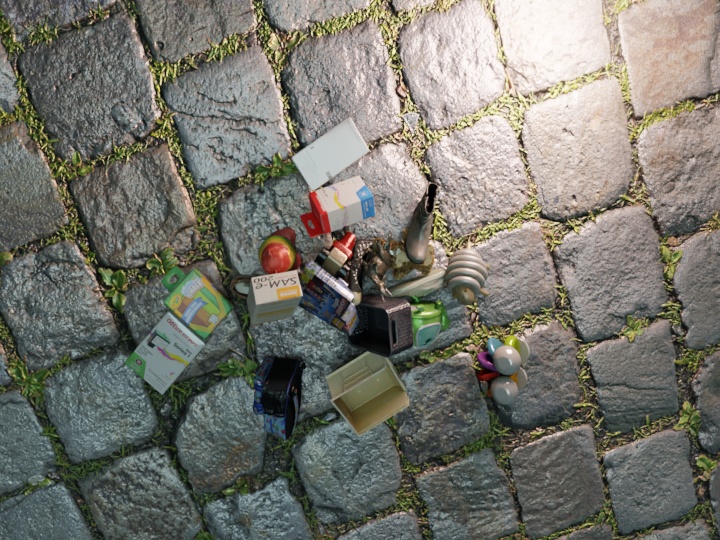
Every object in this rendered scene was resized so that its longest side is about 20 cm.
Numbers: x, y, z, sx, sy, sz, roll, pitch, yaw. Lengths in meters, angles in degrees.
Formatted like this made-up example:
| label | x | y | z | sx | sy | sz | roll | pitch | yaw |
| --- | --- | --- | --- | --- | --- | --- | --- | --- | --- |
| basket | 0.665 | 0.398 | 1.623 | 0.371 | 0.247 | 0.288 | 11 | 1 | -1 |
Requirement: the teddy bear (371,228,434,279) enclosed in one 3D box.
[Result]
| label | x | y | z | sx | sy | sz | roll | pitch | yaw |
| --- | --- | --- | --- | --- | --- | --- | --- | --- | --- |
| teddy bear | 0.121 | -0.044 | 1.576 | 0.194 | 0.067 | 0.150 | -14 | 92 | 5 |

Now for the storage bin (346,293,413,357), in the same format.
| label | x | y | z | sx | sy | sz | roll | pitch | yaw |
| --- | --- | --- | --- | --- | --- | --- | --- | --- | --- |
| storage bin | 0.050 | 0.152 | 1.521 | 0.092 | 0.197 | 0.140 | -13 | 103 | -39 |

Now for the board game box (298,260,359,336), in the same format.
| label | x | y | z | sx | sy | sz | roll | pitch | yaw |
| --- | --- | --- | --- | --- | --- | --- | --- | --- | --- |
| board game box | -0.079 | 0.079 | 1.455 | 0.198 | 0.201 | 0.062 | 36 | 57 | 1 |

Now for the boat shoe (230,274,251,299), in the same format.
| label | x | y | z | sx | sy | sz | roll | pitch | yaw |
| --- | --- | --- | --- | --- | --- | --- | --- | --- | --- |
| boat shoe | -0.282 | 0.060 | 1.550 | 0.193 | 0.072 | 0.078 | 3 | 100 | -5 |

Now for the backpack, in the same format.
| label | x | y | z | sx | sy | sz | roll | pitch | yaw |
| --- | --- | --- | --- | --- | --- | --- | --- | --- | --- |
| backpack | -0.238 | 0.380 | 1.564 | 0.130 | 0.183 | 0.206 | 6 | 112 | 3 |

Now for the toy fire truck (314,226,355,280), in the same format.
| label | x | y | z | sx | sy | sz | roll | pitch | yaw |
| --- | --- | --- | --- | --- | --- | --- | --- | --- | --- |
| toy fire truck | -0.070 | -0.058 | 1.522 | 0.127 | 0.177 | 0.202 | 35 | 57 | -1 |

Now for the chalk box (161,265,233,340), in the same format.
| label | x | y | z | sx | sy | sz | roll | pitch | yaw |
| --- | --- | --- | --- | --- | --- | --- | --- | --- | --- |
| chalk box | -0.466 | 0.077 | 1.502 | 0.200 | 0.124 | 0.125 | 44 | 80 | -11 |

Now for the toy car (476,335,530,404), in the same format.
| label | x | y | z | sx | sy | sz | roll | pitch | yaw |
| --- | --- | --- | --- | --- | --- | --- | --- | --- | --- |
| toy car | 0.423 | 0.293 | 1.620 | 0.146 | 0.173 | 0.207 | 8 | 102 | 31 |

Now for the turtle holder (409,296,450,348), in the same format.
| label | x | y | z | sx | sy | sz | roll | pitch | yaw |
| --- | --- | --- | --- | --- | --- | --- | --- | --- | --- |
| turtle holder | 0.177 | 0.150 | 1.582 | 0.137 | 0.184 | 0.136 | 5 | 101 | 27 |

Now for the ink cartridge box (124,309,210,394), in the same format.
| label | x | y | z | sx | sy | sz | roll | pitch | yaw |
| --- | --- | --- | --- | --- | --- | --- | --- | --- | --- |
| ink cartridge box | -0.555 | 0.227 | 1.552 | 0.144 | 0.084 | 0.201 | 42 | 94 | -10 |

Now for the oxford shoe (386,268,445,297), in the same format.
| label | x | y | z | sx | sy | sz | roll | pitch | yaw |
| --- | --- | --- | --- | --- | --- | --- | --- | --- | --- |
| oxford shoe | 0.165 | 0.053 | 1.586 | 0.194 | 0.075 | 0.059 | -19 | 104 | -5 |

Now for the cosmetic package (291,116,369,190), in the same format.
| label | x | y | z | sx | sy | sz | roll | pitch | yaw |
| --- | --- | --- | --- | --- | --- | --- | --- | --- | --- |
| cosmetic package | -0.083 | -0.323 | 1.495 | 0.198 | 0.081 | 0.114 | -36 | 99 | 3 |

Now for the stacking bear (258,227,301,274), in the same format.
| label | x | y | z | sx | sy | sz | roll | pitch | yaw |
| --- | --- | --- | --- | --- | --- | --- | --- | --- | --- |
| stacking bear | -0.228 | -0.039 | 1.472 | 0.110 | 0.200 | 0.125 | -12 | 101 | -2 |

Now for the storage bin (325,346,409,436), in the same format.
| label | x | y | z | sx | sy | sz | roll | pitch | yaw |
| --- | --- | --- | --- | --- | --- | --- | --- | --- | --- |
| storage bin | 0.026 | 0.355 | 1.575 | 0.195 | 0.094 | 0.202 | -30 | 129 | 1 |

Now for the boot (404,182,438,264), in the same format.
| label | x | y | z | sx | sy | sz | roll | pitch | yaw |
| --- | --- | --- | --- | --- | --- | --- | --- | --- | --- |
| boot | 0.172 | -0.133 | 1.485 | 0.066 | 0.131 | 0.206 | 11 | 67 | -2 |

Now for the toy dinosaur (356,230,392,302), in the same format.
| label | x | y | z | sx | sy | sz | roll | pitch | yaw |
| --- | --- | --- | --- | --- | --- | --- | --- | --- | --- |
| toy dinosaur | 0.050 | -0.021 | 1.508 | 0.075 | 0.204 | 0.103 | -11 | 137 | 31 |

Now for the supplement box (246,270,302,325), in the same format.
| label | x | y | z | sx | sy | sz | roll | pitch | yaw |
| --- | --- | --- | --- | --- | --- | --- | --- | --- | --- |
| supplement box | -0.234 | 0.075 | 1.429 | 0.122 | 0.200 | 0.076 | -10 | 73 | -20 |

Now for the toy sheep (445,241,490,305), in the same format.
| label | x | y | z | sx | sy | sz | roll | pitch | yaw |
| --- | --- | --- | --- | --- | --- | --- | --- | --- | --- |
| toy sheep | 0.310 | 0.008 | 1.559 | 0.134 | 0.139 | 0.205 | 14 | 56 | -7 |

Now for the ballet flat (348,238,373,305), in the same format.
| label | x | y | z | sx | sy | sz | roll | pitch | yaw |
| --- | --- | --- | --- | --- | --- | --- | --- | --- | --- |
| ballet flat | 0.000 | 0.000 | 1.513 | 0.055 | 0.067 | 0.206 | 0 | 66 | 14 |

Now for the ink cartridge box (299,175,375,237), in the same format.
| label | x | y | z | sx | sy | sz | roll | pitch | yaw |
| --- | --- | --- | --- | --- | --- | --- | --- | --- | --- |
| ink cartridge box | -0.069 | -0.177 | 1.481 | 0.195 | 0.117 | 0.068 | -21 | 134 | -12 |
